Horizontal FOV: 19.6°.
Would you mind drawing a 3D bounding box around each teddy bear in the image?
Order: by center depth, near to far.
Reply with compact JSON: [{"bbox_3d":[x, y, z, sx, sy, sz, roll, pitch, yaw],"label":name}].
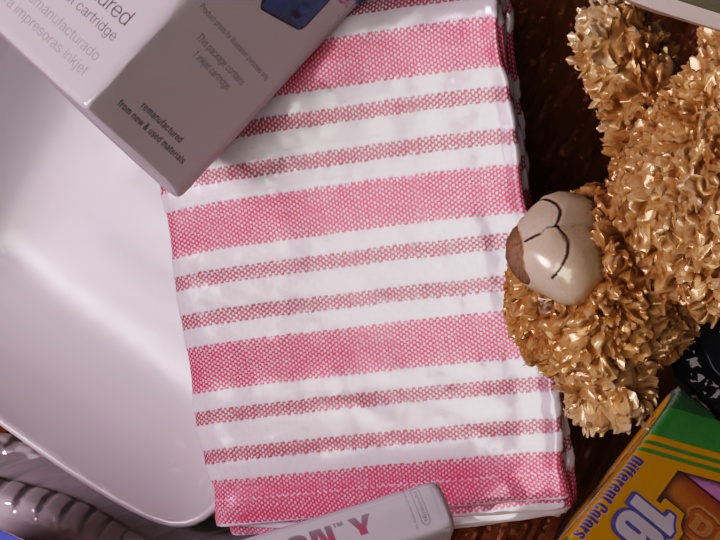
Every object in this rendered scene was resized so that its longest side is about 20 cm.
[{"bbox_3d":[0.116,-0.035,0.656,0.200,0.067,0.145,-23,74,33],"label":"teddy bear"}]

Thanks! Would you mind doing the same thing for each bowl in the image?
[{"bbox_3d":[-0.089,-0.021,0.864,0.200,0.075,0.200,34,112,10],"label":"bowl"}]

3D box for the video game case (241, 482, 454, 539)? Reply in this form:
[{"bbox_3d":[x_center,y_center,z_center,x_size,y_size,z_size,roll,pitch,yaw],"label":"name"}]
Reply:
[{"bbox_3d":[-0.062,0.151,0.802,0.182,0.200,0.023,-16,65,-13],"label":"video game case"}]

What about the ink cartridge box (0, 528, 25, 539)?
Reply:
[{"bbox_3d":[-0.141,0.141,0.856,0.094,0.200,0.044,22,74,20],"label":"ink cartridge box"}]

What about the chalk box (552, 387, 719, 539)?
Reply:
[{"bbox_3d":[0.146,0.168,0.772,0.200,0.124,0.125,38,146,7],"label":"chalk box"}]

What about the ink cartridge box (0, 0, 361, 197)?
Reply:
[{"bbox_3d":[-0.057,-0.153,0.752,0.200,0.088,0.145,-46,62,-2],"label":"ink cartridge box"}]

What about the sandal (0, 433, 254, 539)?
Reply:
[{"bbox_3d":[-0.101,0.117,0.900,0.202,0.082,0.050,17,119,33],"label":"sandal"}]

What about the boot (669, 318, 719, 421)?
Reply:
[{"bbox_3d":[0.187,-0.007,0.733,0.200,0.076,0.168,33,86,17],"label":"boot"}]

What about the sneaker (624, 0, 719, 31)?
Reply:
[{"bbox_3d":[0.138,-0.094,0.575,0.200,0.090,0.067,17,82,29],"label":"sneaker"}]

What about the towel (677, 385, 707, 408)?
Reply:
[{"bbox_3d":[0.218,0.058,0.791,0.200,0.034,0.133,16,108,16],"label":"towel"}]

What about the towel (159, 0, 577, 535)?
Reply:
[{"bbox_3d":[0.000,0.000,0.785,0.146,0.030,0.200,-6,97,19],"label":"towel"}]
